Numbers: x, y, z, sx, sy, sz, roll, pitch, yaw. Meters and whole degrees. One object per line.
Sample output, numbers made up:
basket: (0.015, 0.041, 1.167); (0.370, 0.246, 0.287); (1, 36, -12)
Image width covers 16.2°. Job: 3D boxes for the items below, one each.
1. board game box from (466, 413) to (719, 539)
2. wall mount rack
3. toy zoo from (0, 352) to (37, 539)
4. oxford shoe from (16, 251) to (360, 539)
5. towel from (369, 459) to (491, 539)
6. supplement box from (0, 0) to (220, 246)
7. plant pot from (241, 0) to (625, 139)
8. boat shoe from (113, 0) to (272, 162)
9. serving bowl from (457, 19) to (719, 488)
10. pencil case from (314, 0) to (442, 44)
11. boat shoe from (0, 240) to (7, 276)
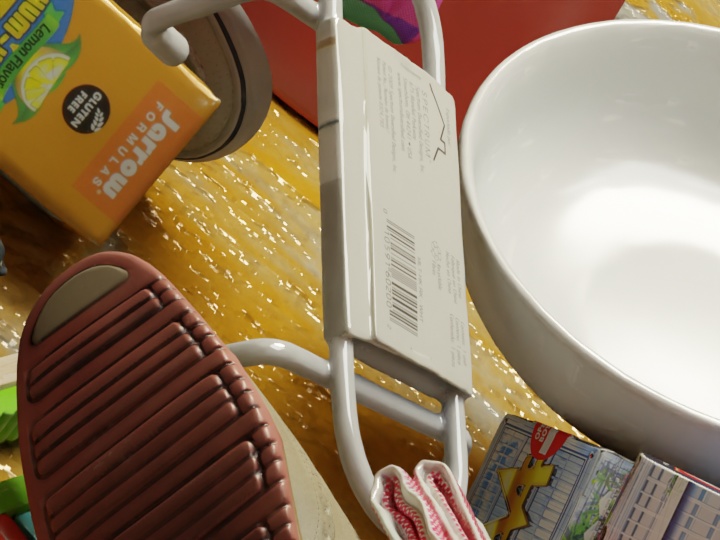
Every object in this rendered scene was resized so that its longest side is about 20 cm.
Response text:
board game box: (0.115, 0.106, 0.734); (0.199, 0.062, 0.200); (25, -4, 11)
wall mount rack: (0.000, 0.000, 0.778); (0.174, 0.074, 0.201); (31, 51, -51)
toy zoo: (-0.039, 0.102, 0.710); (0.200, 0.020, 0.131); (49, 26, 15)
oxford shoe: (-0.027, 0.086, 0.661); (0.201, 0.070, 0.075); (62, 15, 20)
towel: (0.065, 0.157, 0.666); (0.200, 0.030, 0.147); (59, 4, -35)
supplement box: (-0.139, -0.095, 0.790); (0.200, 0.067, 0.069); (41, -6, -18)
plant pot: (0.042, -0.162, 1.075); (0.200, 0.177, 0.201); (33, 25, -18)
boat shoe: (-0.123, -0.106, 0.868); (0.202, 0.075, 0.086); (43, 24, 11)
serving bowl: (0.119, 0.006, 0.838); (0.199, 0.066, 0.201); (11, 41, -10)
pencil case: (-0.053, -0.147, 0.819); (0.199, 0.089, 0.089); (25, 28, -14)
boat shoe: (-0.145, -0.031, 0.707); (0.074, 0.062, 0.200); (21, 19, -34)
